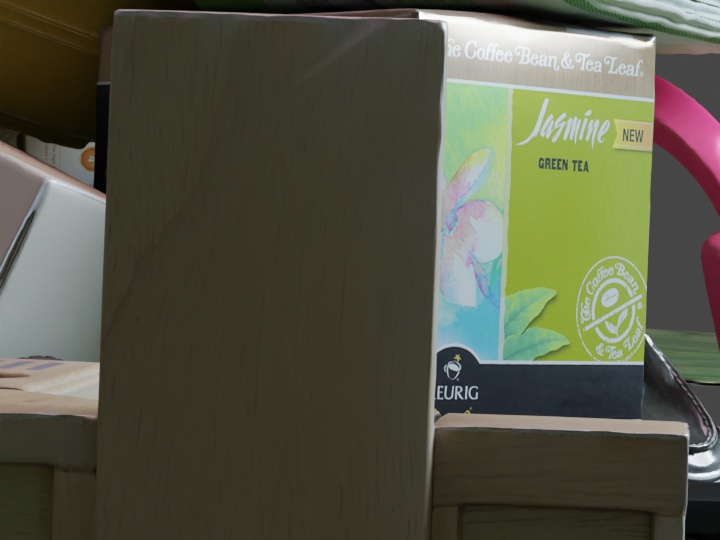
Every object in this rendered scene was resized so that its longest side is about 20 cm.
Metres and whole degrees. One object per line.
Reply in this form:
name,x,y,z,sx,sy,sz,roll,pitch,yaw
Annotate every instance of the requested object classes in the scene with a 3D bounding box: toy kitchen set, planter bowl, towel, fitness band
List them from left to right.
planter bowl,-0.149,-0.106,1.224,0.199,0.084,0.200,21,5,-2
toy kitchen set,-0.022,0.026,0.671,0.199,0.164,0.180,2,1,6
towel,0.052,-0.111,1.129,0.199,0.031,0.149,3,-3,38
fitness band,0.128,0.006,1.204,0.037,0.201,0.143,-29,35,-25

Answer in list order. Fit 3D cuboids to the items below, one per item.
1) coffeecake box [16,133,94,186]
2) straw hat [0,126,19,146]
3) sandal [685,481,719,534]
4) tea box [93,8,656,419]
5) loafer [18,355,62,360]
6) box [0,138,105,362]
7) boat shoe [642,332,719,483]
coffeecake box,-0.065,0.013,1.334,0.199,0.155,0.073,2,-2,-9
straw hat,-0.254,-0.058,1.323,0.201,0.085,0.201,-34,-3,-2
sandal,0.194,0.082,1.086,0.199,0.045,0.075,2,1,14
tea box,0.000,0.000,1.105,0.133,0.198,0.199,1,2,-41
loafer,-0.129,0.073,0.955,0.073,0.071,0.200,-33,-14,7
box,-0.156,-0.014,1.107,0.095,0.078,0.200,25,1,-42
boat shoe,0.082,0.020,1.177,0.200,0.071,0.072,40,38,15
